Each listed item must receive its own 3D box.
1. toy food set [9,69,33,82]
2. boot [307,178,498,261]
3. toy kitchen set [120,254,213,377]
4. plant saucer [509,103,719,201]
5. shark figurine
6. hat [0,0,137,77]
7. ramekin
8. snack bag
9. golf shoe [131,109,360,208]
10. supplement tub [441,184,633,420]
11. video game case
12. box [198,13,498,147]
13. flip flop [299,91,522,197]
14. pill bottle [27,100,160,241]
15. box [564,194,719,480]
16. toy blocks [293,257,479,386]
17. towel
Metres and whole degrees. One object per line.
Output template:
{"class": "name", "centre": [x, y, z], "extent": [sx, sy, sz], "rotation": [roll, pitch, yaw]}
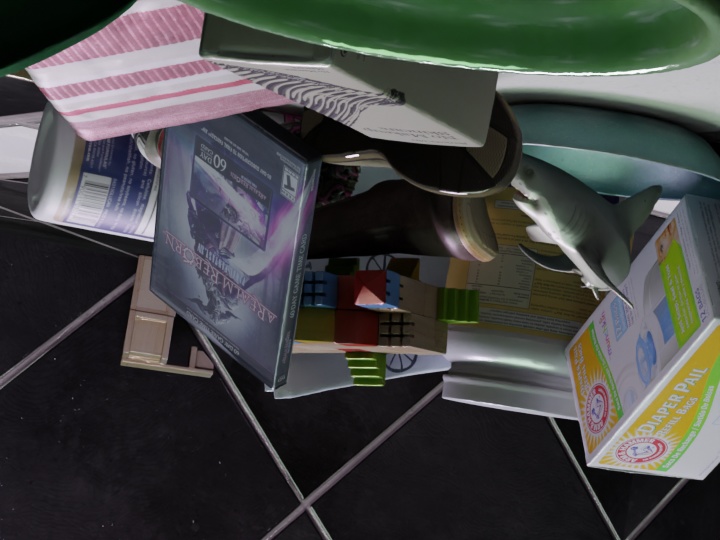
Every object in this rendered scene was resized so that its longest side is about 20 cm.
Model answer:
{"class": "toy food set", "centre": [-0.210, -0.145, 1.212], "extent": [0.143, 0.060, 0.200], "rotation": [12, 175, -26]}
{"class": "boot", "centre": [0.014, -0.026, 1.482], "extent": [0.166, 0.072, 0.200], "rotation": [-16, -172, 4]}
{"class": "toy kitchen set", "centre": [-0.331, 0.088, 3.529], "extent": [0.163, 0.181, 0.200], "rotation": [10, 170, -7]}
{"class": "plant saucer", "centre": [0.164, -0.084, 1.379], "extent": [0.200, 0.036, 0.200], "rotation": [8, 175, 1]}
{"class": "shark figurine", "centre": [0.175, -0.028, 1.395], "extent": [0.128, 0.090, 0.214], "rotation": [43, 178, 19]}
{"class": "hat", "centre": [-0.213, -0.189, 0.936], "extent": [0.166, 0.176, 0.200], "rotation": [8, -145, 40]}
{"class": "ramekin", "centre": [0.027, -0.132, 0.641], "extent": [0.200, 0.098, 0.200], "rotation": [9, 176, 1]}
{"class": "snack bag", "centre": [0.000, 0.000, 1.636], "extent": [0.200, 0.189, 0.021], "rotation": [-8, 174, -26]}
{"class": "golf shoe", "centre": [-0.088, -0.098, 1.560], "extent": [0.200, 0.073, 0.092], "rotation": [14, -168, -40]}
{"class": "supplement tub", "centre": [0.141, 0.014, 1.601], "extent": [0.145, 0.200, 0.145], "rotation": [9, 175, 1]}
{"class": "video game case", "centre": [-0.092, -0.031, 1.404], "extent": [0.019, 0.200, 0.143], "rotation": [-25, -132, -39]}
{"class": "box", "centre": [0.000, -0.119, 1.051], "extent": [0.082, 0.068, 0.200], "rotation": [7, 175, 28]}
{"class": "flip flop", "centre": [0.037, -0.087, 1.292], "extent": [0.058, 0.081, 0.200], "rotation": [24, 171, -39]}
{"class": "pill bottle", "centre": [-0.165, -0.078, 1.641], "extent": [0.200, 0.111, 0.111], "rotation": [11, 175, -20]}
{"class": "box", "centre": [0.242, 0.054, 1.444], "extent": [0.101, 0.113, 0.200], "rotation": [9, 141, -20]}
{"class": "toy blocks", "centre": [-0.029, 0.032, 1.488], "extent": [0.200, 0.100, 0.137], "rotation": [-1, 172, 24]}
{"class": "towel", "centre": [-0.115, -0.124, 1.118], "extent": [0.144, 0.023, 0.200], "rotation": [-11, 165, 4]}
